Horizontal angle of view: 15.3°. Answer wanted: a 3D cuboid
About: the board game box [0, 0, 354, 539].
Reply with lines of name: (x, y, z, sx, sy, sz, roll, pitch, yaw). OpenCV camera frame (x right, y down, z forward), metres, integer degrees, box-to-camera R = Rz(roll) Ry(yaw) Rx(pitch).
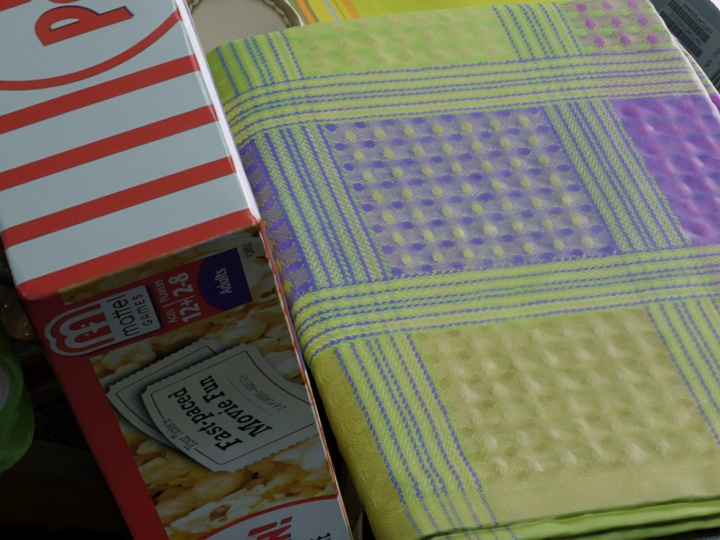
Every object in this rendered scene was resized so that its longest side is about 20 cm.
board game box: (-0.049, -0.018, 0.572, 0.046, 0.200, 0.152, -19, 62, -3)

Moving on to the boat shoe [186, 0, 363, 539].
boat shoe: (-0.024, 0.001, 0.713, 0.074, 0.066, 0.200, -1, 63, -14)

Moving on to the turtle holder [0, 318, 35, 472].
turtle holder: (-0.146, -0.022, 0.540, 0.141, 0.132, 0.186, 8, 41, -21)

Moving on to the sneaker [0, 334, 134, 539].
sneaker: (-0.144, 0.036, 0.643, 0.200, 0.078, 0.082, 12, 54, -29)

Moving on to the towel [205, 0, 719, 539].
towel: (0.047, 0.001, 0.658, 0.143, 0.023, 0.200, -7, 44, -18)

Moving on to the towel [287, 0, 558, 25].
towel: (0.021, -0.074, 0.859, 0.200, 0.018, 0.086, 0, 38, -24)

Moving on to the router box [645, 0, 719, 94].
router box: (0.173, 0.002, 0.781, 0.200, 0.052, 0.157, 50, 23, 23)
